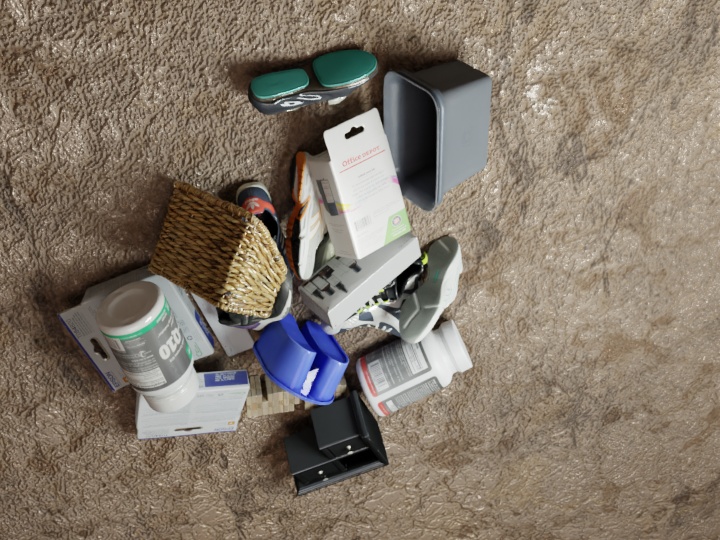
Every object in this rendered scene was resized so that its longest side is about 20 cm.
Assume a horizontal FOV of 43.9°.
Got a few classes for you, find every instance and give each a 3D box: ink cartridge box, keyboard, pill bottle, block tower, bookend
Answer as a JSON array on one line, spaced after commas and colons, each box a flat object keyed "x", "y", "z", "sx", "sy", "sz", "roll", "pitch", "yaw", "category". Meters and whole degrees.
[{"x": -0.376, "y": 0.095, "z": 1.514, "sx": 0.196, "sy": 0.041, "sz": 0.202, "roll": -20, "pitch": 128, "yaw": 3, "category": "ink cartridge box"}, {"x": -0.244, "y": 0.074, "z": 1.561, "sx": 0.055, "sy": 0.011, "sz": 0.202, "roll": -24, "pitch": 129, "yaw": -2, "category": "keyboard"}, {"x": -0.310, "y": 0.244, "z": 1.628, "sx": 0.195, "sy": 0.041, "sz": 0.201, "roll": -2, "pitch": 148, "yaw": -18, "category": "ink cartridge box"}, {"x": -0.006, "y": -0.135, "z": 1.370, "sx": 0.116, "sy": 0.067, "sz": 0.204, "roll": -28, "pitch": 113, "yaw": -31, "category": "ink cartridge box"}, {"x": -0.336, "y": 0.127, "z": 1.438, "sx": 0.111, "sy": 0.114, "sz": 0.203, "roll": -16, "pitch": 129, "yaw": 0, "category": "pill bottle"}, {"x": -0.118, "y": 0.225, "z": 1.676, "sx": 0.195, "sy": 0.054, "sz": 0.059, "roll": -5, "pitch": 129, "yaw": -11, "category": "block tower"}, {"x": -0.065, "y": 0.334, "z": 1.705, "sx": 0.195, "sy": 0.094, "sz": 0.201, "roll": -20, "pitch": 150, "yaw": 3, "category": "bookend"}, {"x": 0.100, "y": 0.177, "z": 1.652, "sx": 0.197, "sy": 0.117, "sz": 0.117, "roll": -26, "pitch": 129, "yaw": 7, "category": "pill bottle"}]

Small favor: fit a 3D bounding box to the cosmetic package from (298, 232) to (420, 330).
[{"x": 0.000, "y": 0.000, "z": 1.456, "sx": 0.199, "sy": 0.082, "sz": 0.051, "roll": -40, "pitch": 145, "yaw": -19, "category": "cosmetic package"}]

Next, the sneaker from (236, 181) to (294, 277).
[{"x": -0.153, "y": -0.040, "z": 1.445, "sx": 0.073, "sy": 0.085, "sz": 0.202, "roll": -19, "pitch": 129, "yaw": 2, "category": "sneaker"}]

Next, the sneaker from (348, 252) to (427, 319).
[{"x": 0.028, "y": 0.024, "z": 1.500, "sx": 0.199, "sy": 0.083, "sz": 0.072, "roll": -41, "pitch": 137, "yaw": -10, "category": "sneaker"}]

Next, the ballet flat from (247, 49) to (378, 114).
[{"x": -0.069, "y": -0.271, "z": 1.307, "sx": 0.196, "sy": 0.074, "sz": 0.074, "roll": -16, "pitch": 130, "yaw": -9, "category": "ballet flat"}]

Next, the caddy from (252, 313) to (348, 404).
[{"x": -0.108, "y": 0.157, "z": 1.543, "sx": 0.139, "sy": 0.200, "sz": 0.106, "roll": 22, "pitch": 103, "yaw": -28, "category": "caddy"}]

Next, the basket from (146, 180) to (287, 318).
[{"x": -0.203, "y": -0.031, "z": 1.373, "sx": 0.142, "sy": 0.198, "sz": 0.152, "roll": 15, "pitch": 96, "yaw": -54, "category": "basket"}]

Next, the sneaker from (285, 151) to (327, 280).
[{"x": -0.065, "y": -0.083, "z": 1.414, "sx": 0.090, "sy": 0.076, "sz": 0.205, "roll": 0, "pitch": 107, "yaw": -24, "category": "sneaker"}]

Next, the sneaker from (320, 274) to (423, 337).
[{"x": 0.037, "y": 0.089, "z": 1.592, "sx": 0.197, "sy": 0.080, "sz": 0.131, "roll": -32, "pitch": 120, "yaw": -1, "category": "sneaker"}]

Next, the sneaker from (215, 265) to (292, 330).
[{"x": -0.178, "y": 0.053, "z": 1.464, "sx": 0.086, "sy": 0.077, "sz": 0.200, "roll": 1, "pitch": 156, "yaw": -29, "category": "sneaker"}]

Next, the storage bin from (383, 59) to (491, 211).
[{"x": 0.117, "y": -0.218, "z": 1.355, "sx": 0.133, "sy": 0.145, "sz": 0.203, "roll": -26, "pitch": 134, "yaw": -28, "category": "storage bin"}]

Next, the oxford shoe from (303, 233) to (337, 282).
[{"x": -0.047, "y": -0.031, "z": 1.496, "sx": 0.074, "sy": 0.058, "sz": 0.203, "roll": -1, "pitch": 124, "yaw": -45, "category": "oxford shoe"}]

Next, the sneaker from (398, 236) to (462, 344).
[{"x": 0.131, "y": 0.045, "z": 1.532, "sx": 0.069, "sy": 0.203, "sz": 0.081, "roll": 13, "pitch": 153, "yaw": 33, "category": "sneaker"}]
